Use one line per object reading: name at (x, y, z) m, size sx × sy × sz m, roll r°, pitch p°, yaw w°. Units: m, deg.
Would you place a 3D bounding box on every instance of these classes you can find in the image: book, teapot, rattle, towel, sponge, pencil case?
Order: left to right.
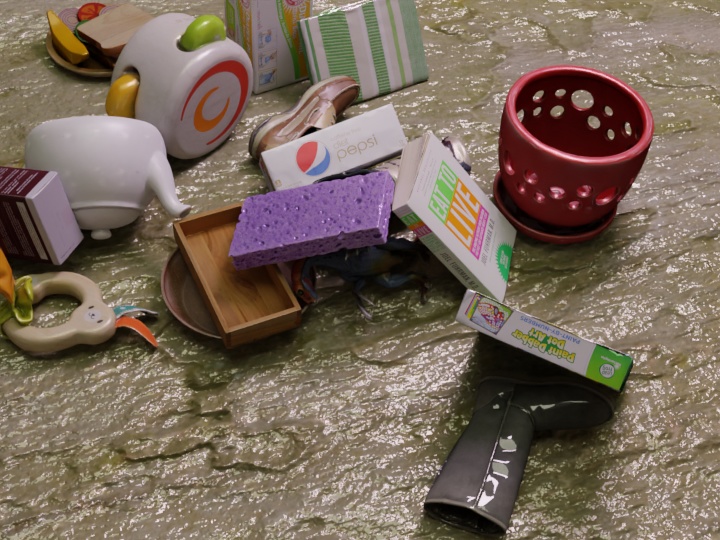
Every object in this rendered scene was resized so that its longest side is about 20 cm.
rattle at (-0.348, 0.023, 1.328) m, size 0.199 × 0.144 × 0.130 m, roll 9°, pitch 28°, yaw 14°
teapot at (-0.352, -0.114, 1.443) m, size 0.196 × 0.200 × 0.147 m, roll 0°, pitch 83°, yaw -32°
sponge at (-0.060, -0.063, 1.351) m, size 0.199 × 0.030 × 0.112 m, roll -10°, pitch 42°, yaw 18°
towel at (0.006, -0.341, 1.676) m, size 0.199 × 0.153 × 0.023 m, roll -22°, pitch 24°, yaw -22°
pencil case at (0.062, -0.124, 1.521) m, size 0.199 × 0.078 × 0.089 m, roll -23°, pitch 42°, yaw -22°
book at (0.123, -0.062, 1.415) m, size 0.048 × 0.200 × 0.134 m, roll -23°, pitch 36°, yaw 36°

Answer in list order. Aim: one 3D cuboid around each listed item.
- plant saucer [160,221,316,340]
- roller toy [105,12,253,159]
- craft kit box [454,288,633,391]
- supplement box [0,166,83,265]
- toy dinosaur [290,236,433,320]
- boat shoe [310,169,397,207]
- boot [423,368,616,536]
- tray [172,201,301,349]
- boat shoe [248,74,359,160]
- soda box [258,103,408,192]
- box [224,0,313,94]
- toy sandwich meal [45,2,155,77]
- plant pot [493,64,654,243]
plant saucer at (-0.156, 0.020, 1.407) m, size 0.199 × 0.037 × 0.201 m, roll 2°, pitch 49°, yaw -2°
roller toy at (-0.259, -0.264, 1.557) m, size 0.139 × 0.182 × 0.200 m, roll 34°, pitch 85°, yaw 22°
craft kit box at (0.221, 0.085, 1.279) m, size 0.197 × 0.200 × 0.049 m, roll 26°, pitch 90°, yaw 16°
supplement box at (-0.465, -0.075, 1.393) m, size 0.199 × 0.109 × 0.061 m, roll 7°, pitch 43°, yaw 22°
toy dinosaur at (0.000, 0.000, 1.408) m, size 0.180 × 0.106 × 0.200 m, roll 5°, pitch 14°, yaw -5°
boat shoe at (-0.049, -0.088, 1.434) m, size 0.198 × 0.066 × 0.075 m, roll -11°, pitch 76°, yaw 26°
boot at (0.182, 0.207, 1.232) m, size 0.181 × 0.073 × 0.200 m, roll 2°, pitch 38°, yaw 25°
tray at (-0.158, 0.003, 1.375) m, size 0.098 × 0.037 × 0.200 m, roll -17°, pitch 52°, yaw -18°
boat shoe at (-0.072, -0.210, 1.601) m, size 0.200 × 0.076 × 0.074 m, roll -40°, pitch 66°, yaw -23°
soda box at (-0.038, -0.162, 1.518) m, size 0.199 × 0.064 × 0.068 m, roll -22°, pitch 88°, yaw -9°
box at (-0.141, -0.390, 1.664) m, size 0.101 × 0.201 × 0.113 m, roll -21°, pitch 53°, yaw -21°
toy sandwich meal at (-0.403, -0.379, 1.724) m, size 0.204 × 0.070 × 0.206 m, roll 2°, pitch 48°, yaw -2°
plant pot at (0.283, -0.149, 1.489) m, size 0.199 × 0.183 × 0.201 m, roll 2°, pitch 47°, yaw -2°
